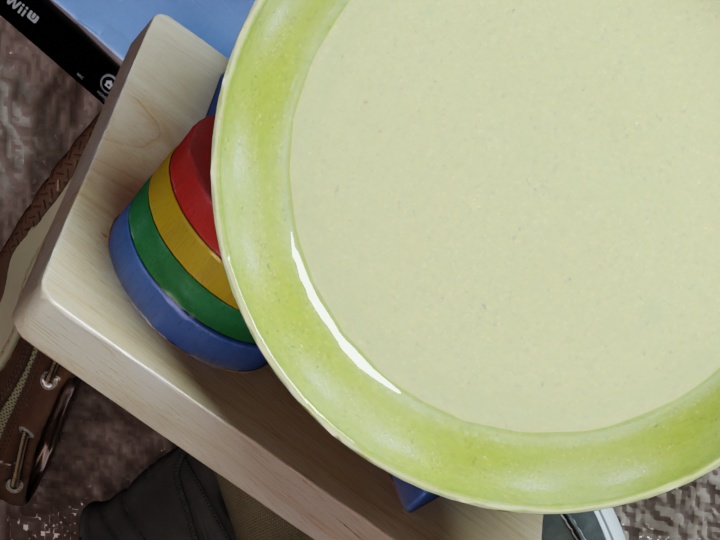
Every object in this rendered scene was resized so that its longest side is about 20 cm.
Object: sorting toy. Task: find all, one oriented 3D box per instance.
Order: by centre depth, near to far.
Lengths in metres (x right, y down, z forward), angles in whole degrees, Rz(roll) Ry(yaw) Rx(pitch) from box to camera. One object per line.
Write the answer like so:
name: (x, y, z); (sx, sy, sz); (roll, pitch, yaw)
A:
sorting toy: (0.000, 0.000, 0.792); (0.199, 0.199, 0.070); (36, 120, -15)

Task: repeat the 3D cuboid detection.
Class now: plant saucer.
plant saucer: (0.055, -0.029, 0.681); (0.198, 0.031, 0.202); (0, 93, 7)

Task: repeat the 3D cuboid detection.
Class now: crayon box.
crayon box: (0.088, -0.059, 0.793); (0.172, 0.200, 0.058); (42, 103, 2)

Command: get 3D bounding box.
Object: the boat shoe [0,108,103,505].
boat shoe: (-0.110, 0.013, 0.912); (0.075, 0.075, 0.203); (35, 120, -2)

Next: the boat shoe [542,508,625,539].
boat shoe: (0.034, 0.070, 0.901); (0.068, 0.057, 0.200); (-38, 91, 15)

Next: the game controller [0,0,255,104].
game controller: (-0.074, -0.107, 0.900); (0.200, 0.042, 0.105); (40, 105, 3)

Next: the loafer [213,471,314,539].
loafer: (-0.017, 0.089, 0.863); (0.200, 0.075, 0.070); (47, 63, 3)

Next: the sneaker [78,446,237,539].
sneaker: (-0.024, 0.151, 0.921); (0.091, 0.076, 0.200); (-41, 92, 8)
